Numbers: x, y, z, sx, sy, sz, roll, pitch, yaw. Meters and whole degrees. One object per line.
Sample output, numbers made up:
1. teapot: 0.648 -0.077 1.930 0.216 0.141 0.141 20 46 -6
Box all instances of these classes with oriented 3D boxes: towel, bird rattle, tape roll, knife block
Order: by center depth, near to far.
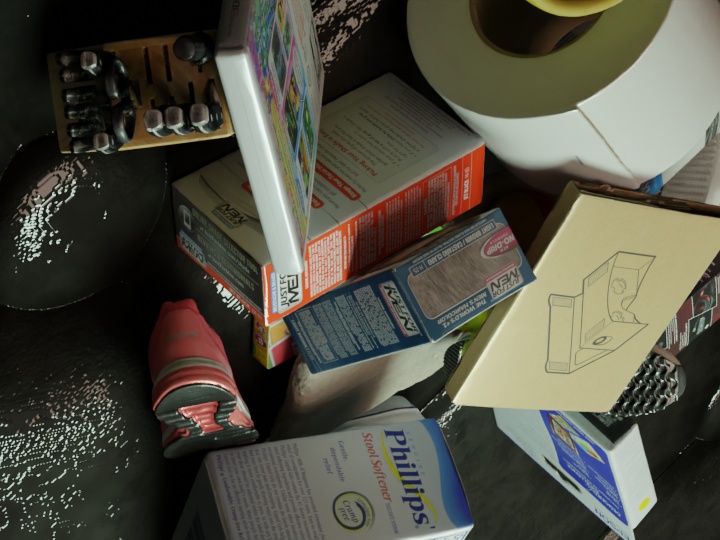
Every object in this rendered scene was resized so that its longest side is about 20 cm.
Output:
1. knife block: -0.099 -0.110 1.029 0.200 0.175 0.064 -14 101 -41
2. tape roll: 0.151 -0.170 1.235 0.203 0.203 0.139 -50 147 1
3. bird rattle: 0.148 -0.021 1.362 0.199 0.163 0.113 -24 149 -19
4. towel: 0.014 0.068 1.427 0.200 0.034 0.133 -27 153 -32

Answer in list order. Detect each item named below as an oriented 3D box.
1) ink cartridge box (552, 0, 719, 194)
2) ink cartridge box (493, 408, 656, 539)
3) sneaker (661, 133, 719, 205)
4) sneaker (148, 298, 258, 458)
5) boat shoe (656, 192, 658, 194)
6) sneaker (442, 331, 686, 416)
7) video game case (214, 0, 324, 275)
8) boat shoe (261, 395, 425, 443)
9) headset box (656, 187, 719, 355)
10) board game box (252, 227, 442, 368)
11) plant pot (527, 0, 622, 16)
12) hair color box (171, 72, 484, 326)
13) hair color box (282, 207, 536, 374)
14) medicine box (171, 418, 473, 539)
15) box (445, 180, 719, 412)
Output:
1. ink cartridge box: 0.223 -0.159 1.373 0.200 0.146 0.084 -41 144 -12
2. ink cartridge box: 0.184 0.139 1.567 0.047 0.198 0.200 -41 146 -11
3. sneaker: 0.328 -0.083 1.518 0.075 0.105 0.201 -38 -155 43
4. sneaker: -0.119 0.080 1.282 0.073 0.087 0.200 -9 159 -6
5. boat shoe: 0.217 -0.037 1.494 0.070 0.072 0.201 -30 -172 48
6. sneaker: 0.174 0.068 1.438 0.093 0.199 0.071 -51 140 -60
7. video game case: -0.054 -0.129 1.090 0.024 0.183 0.200 -2 141 8
8. boat shoe: -0.013 0.161 1.481 0.200 0.065 0.074 -19 136 -36
9. headset box: 0.243 0.004 1.549 0.200 0.149 0.075 -38 146 -17
10. board game box: 0.000 0.000 1.381 0.200 0.030 0.096 -28 140 -33
11. plant pot: 0.104 -0.288 1.079 0.200 0.189 0.201 -30 141 -28
12. hair color box: -0.021 -0.054 1.229 0.200 0.111 0.064 -29 140 -27
13. hair color box: 0.029 0.018 1.251 0.100 0.061 0.200 -30 -175 -27
14. medicine box: -0.036 0.217 1.386 0.199 0.103 0.182 -7 148 -22
15. box: 0.173 0.025 1.291 0.163 0.021 0.200 7 125 -34
